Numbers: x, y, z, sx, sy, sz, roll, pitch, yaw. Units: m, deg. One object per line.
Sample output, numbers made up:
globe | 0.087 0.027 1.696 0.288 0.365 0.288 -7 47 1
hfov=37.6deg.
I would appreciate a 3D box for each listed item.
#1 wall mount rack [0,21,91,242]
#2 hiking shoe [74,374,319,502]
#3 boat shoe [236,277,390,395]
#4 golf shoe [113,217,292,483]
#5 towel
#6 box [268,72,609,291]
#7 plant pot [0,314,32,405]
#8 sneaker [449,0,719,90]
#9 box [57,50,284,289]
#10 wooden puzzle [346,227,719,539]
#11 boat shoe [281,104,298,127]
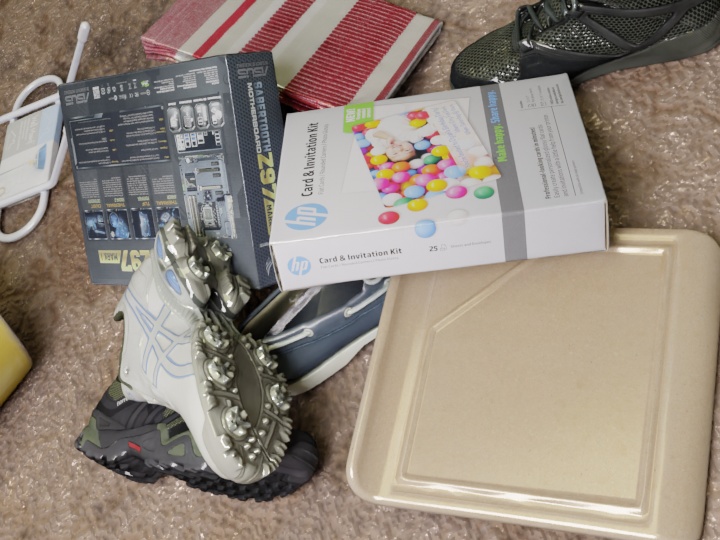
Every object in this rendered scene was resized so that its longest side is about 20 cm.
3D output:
wall mount rack | -0.306 -0.134 0.981 0.171 0.075 0.203 -19 53 20
hiking shoe | -0.108 0.093 0.711 0.197 0.076 0.102 1 64 33
boat shoe | 0.000 0.000 0.714 0.199 0.062 0.075 -37 44 4
golf shoe | -0.106 0.065 0.662 0.097 0.078 0.201 -43 42 17
towel | -0.052 -0.182 0.823 0.197 0.023 0.145 22 51 15
box | 0.046 -0.060 0.674 0.196 0.042 0.157 -8 37 7
plant pot | -0.365 0.085 0.811 0.188 0.202 0.200 -41 46 -21
sneaker | 0.139 -0.179 0.713 0.197 0.114 0.077 -12 53 27
box | -0.136 -0.069 0.777 0.198 0.051 0.161 0 101 41
wooden puzzle | 0.104 0.059 0.619 0.196 0.037 0.188 5 63 19
boat shoe | -0.109 -0.178 0.891 0.073 0.075 0.201 -39 47 2
